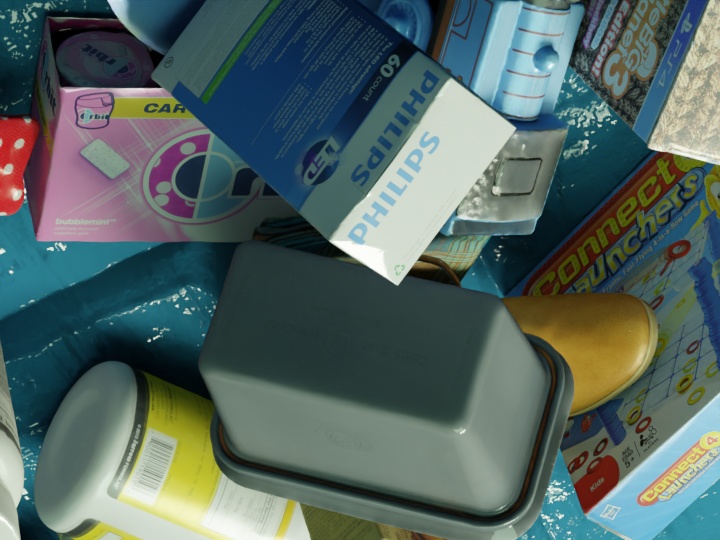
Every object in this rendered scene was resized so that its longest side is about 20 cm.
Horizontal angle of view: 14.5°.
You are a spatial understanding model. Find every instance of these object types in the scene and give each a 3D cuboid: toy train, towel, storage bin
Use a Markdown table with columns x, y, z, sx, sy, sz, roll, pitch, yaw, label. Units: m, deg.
| x | y | z | sx | sy | sz | roll | pitch | yaw | label |
| --- | --- | --- | --- | --- | --- | --- | --- | --- | --- |
| 0.065 | -0.118 | 1.537 | 0.086 | 0.114 | 0.201 | -2 | 117 | -43 | toy train |
| 0.000 | 0.000 | 1.682 | 0.145 | 0.022 | 0.200 | -7 | 164 | -10 | towel |
| 0.010 | 0.049 | 1.560 | 0.199 | 0.146 | 0.134 | 13 | 161 | 16 | storage bin |

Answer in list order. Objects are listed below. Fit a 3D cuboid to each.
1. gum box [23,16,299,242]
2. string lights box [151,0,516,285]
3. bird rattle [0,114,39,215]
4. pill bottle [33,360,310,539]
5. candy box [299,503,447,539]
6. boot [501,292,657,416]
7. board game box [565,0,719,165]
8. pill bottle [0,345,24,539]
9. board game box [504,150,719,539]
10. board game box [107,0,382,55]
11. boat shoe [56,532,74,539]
| x | y | z | sx | sy | sz | roll | pitch | yaw | label |
| --- | --- | --- | --- | --- | --- | --- | --- | --- | --- |
| -0.086 | -0.079 | 1.619 | 0.198 | 0.066 | 0.114 | 0 | 133 | -18 | gum box |
| -0.018 | -0.088 | 1.464 | 0.059 | 0.200 | 0.103 | 33 | 96 | -42 | string lights box |
| -0.287 | -0.059 | 1.571 | 0.199 | 0.113 | 0.163 | 13 | 148 | -26 | bird rattle |
| -0.096 | 0.142 | 1.773 | 0.199 | 0.112 | 0.112 | 26 | 120 | -25 | pill bottle |
| 0.013 | 0.132 | 1.748 | 0.115 | 0.201 | 0.055 | 30 | 115 | -36 | candy box |
| 0.063 | 0.045 | 1.686 | 0.143 | 0.071 | 0.200 | 15 | 158 | -41 | boot |
| 0.200 | -0.135 | 1.553 | 0.158 | 0.200 | 0.097 | 11 | 112 | -27 | board game box |
| -0.255 | 0.095 | 1.634 | 0.113 | 0.201 | 0.114 | -8 | 133 | -9 | pill bottle |
| 0.194 | 0.028 | 1.713 | 0.056 | 0.196 | 0.200 | 28 | 118 | -34 | board game box |
| -0.053 | -0.199 | 1.535 | 0.199 | 0.039 | 0.159 | -17 | 135 | -9 | board game box |
| -0.107 | 0.195 | 1.861 | 0.199 | 0.067 | 0.074 | 11 | 126 | -28 | boat shoe |
